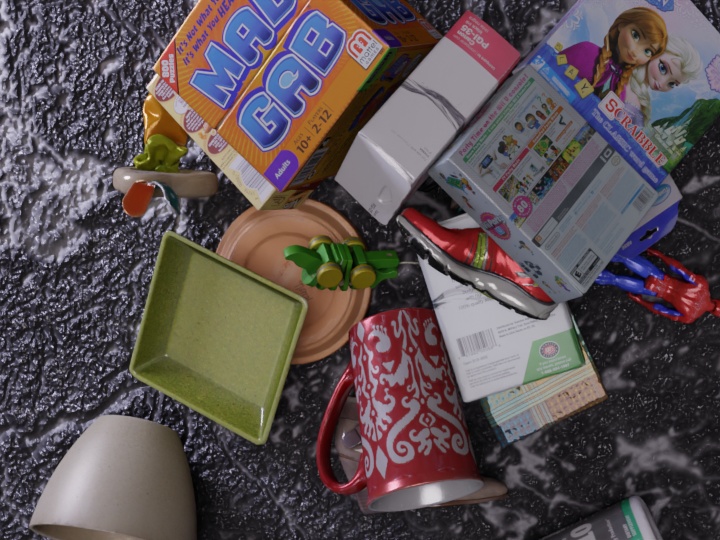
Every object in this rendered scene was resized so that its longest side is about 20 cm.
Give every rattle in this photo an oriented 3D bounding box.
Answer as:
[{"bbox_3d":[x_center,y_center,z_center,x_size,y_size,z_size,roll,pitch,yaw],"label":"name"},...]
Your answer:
[{"bbox_3d":[-0.225,-0.140,1.587,0.129,0.200,0.145,21,98,8],"label":"rattle"}]

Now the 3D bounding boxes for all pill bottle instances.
[{"bbox_3d":[0.252,0.348,1.578,0.198,0.113,0.114,-28,89,11],"label":"pill bottle"}]

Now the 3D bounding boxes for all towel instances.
[{"bbox_3d":[0.185,0.087,1.620,0.145,0.022,0.202,-26,90,11],"label":"towel"}]

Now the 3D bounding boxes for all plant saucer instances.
[{"bbox_3d":[-0.083,0.012,1.658,0.197,0.032,0.204,1,95,10],"label":"plant saucer"},{"bbox_3d":[-0.161,0.074,1.641,0.198,0.048,0.202,26,115,16],"label":"plant saucer"}]

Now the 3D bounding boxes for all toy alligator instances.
[{"bbox_3d":[0.000,0.000,1.609,0.197,0.060,0.055,3,132,-23],"label":"toy alligator"}]

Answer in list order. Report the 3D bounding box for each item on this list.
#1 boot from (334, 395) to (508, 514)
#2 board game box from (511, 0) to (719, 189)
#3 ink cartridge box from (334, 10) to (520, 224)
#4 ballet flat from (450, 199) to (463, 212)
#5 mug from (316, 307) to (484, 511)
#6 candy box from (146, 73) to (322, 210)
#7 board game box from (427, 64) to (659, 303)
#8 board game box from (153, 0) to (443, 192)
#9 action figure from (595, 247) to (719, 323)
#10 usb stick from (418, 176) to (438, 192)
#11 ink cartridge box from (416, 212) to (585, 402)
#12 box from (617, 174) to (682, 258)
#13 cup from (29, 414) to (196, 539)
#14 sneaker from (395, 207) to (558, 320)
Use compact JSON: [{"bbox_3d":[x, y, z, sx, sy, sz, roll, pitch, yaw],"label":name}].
[{"bbox_3d":[0.069,0.205,1.630,0.197,0.070,0.149,-6,82,-1],"label":"boot"},{"bbox_3d":[0.299,-0.215,1.509,0.200,0.041,0.200,44,77,-9],"label":"board game box"},{"bbox_3d":[0.072,-0.165,1.517,0.083,0.147,0.200,40,69,2],"label":"ink cartridge box"},{"bbox_3d":[0.166,-0.152,1.587,0.199,0.068,0.067,-40,83,0],"label":"ballet flat"},{"bbox_3d":[0.034,0.157,1.550,0.175,0.134,0.203,-8,71,-8],"label":"mug"},{"bbox_3d":[-0.144,-0.158,1.600,0.055,0.115,0.200,-46,78,16],"label":"candy box"},{"bbox_3d":[0.192,-0.090,1.451,0.200,0.064,0.148,44,70,-7],"label":"board game box"},{"bbox_3d":[-0.062,-0.238,1.527,0.200,0.200,0.201,43,112,9],"label":"board game box"},{"bbox_3d":[0.325,0.009,1.574,0.198,0.052,0.066,24,103,4],"label":"action figure"},{"bbox_3d":[0.047,-0.187,1.620,0.055,0.033,0.202,-29,89,18],"label":"usb stick"},{"bbox_3d":[0.156,0.028,1.566,0.145,0.083,0.203,-17,92,10],"label":"ink cartridge box"},{"bbox_3d":[0.270,-0.115,1.537,0.118,0.041,0.202,-32,97,-15],"label":"box"},{"bbox_3d":[-0.279,0.256,1.648,0.197,0.201,0.145,7,69,10],"label":"cup"},{"bbox_3d":[0.132,-0.023,1.496,0.198,0.077,0.086,29,86,-4],"label":"sneaker"}]
